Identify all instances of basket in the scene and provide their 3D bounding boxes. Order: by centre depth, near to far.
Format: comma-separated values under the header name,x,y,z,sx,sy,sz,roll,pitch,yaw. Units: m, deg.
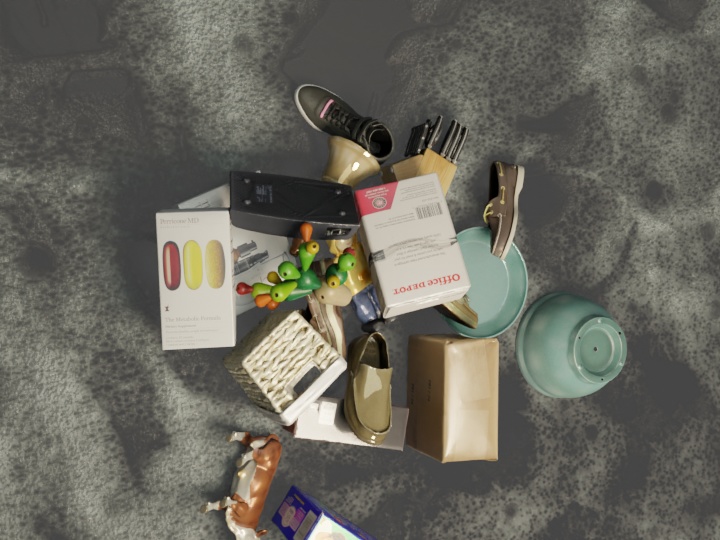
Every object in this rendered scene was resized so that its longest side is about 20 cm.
name,x,y,z,sx,sy,sz,roll,pitch,yaw
basket,-0.127,0.148,1.427,0.135,0.200,0.124,-44,99,-16

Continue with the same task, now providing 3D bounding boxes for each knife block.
name,x,y,z,sx,sy,sz,roll,pitch,yaw
knife block,0.129,-0.163,1.597,0.173,0.064,0.203,-21,98,-20

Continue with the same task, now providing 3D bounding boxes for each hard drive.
name,x,y,z,sx,sy,sz,roll,pitch,yaw
hard drive,-0.106,-0.099,1.398,0.197,0.136,0.043,6,124,-13

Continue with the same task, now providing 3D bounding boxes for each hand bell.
name,x,y,z,sx,sy,sz,roll,pitch,yaw
hand bell,-0.059,-0.111,1.495,0.104,0.104,0.202,35,76,-18

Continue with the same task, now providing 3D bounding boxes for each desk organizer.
name,x,y,z,sx,sy,sz,roll,pitch,yaw
desk organizer,-0.026,0.252,1.529,0.197,0.077,0.073,11,85,-22

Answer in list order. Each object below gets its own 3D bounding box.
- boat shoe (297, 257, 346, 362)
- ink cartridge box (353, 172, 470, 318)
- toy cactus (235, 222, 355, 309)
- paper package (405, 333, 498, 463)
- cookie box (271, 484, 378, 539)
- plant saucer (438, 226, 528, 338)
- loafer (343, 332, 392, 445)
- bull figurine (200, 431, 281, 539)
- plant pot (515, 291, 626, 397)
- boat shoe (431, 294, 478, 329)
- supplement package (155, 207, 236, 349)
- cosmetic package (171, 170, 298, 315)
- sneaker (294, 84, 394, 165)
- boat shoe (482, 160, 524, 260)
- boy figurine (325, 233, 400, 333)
name,x,y,z,sx,sy,sz,roll,pitch,yaw
boat shoe,-0.069,0.074,1.501,0.074,0.075,0.205,-9,117,-4
ink cartridge box,0.081,-0.040,1.474,0.142,0.084,0.203,-13,75,-8
toy cactus,-0.076,0.012,1.376,0.164,0.198,0.104,27,43,-50
paper package,0.153,0.211,1.541,0.102,0.190,0.204,0,90,-17
cookie box,-0.031,0.452,1.479,0.199,0.171,0.076,37,80,-18
plant saucer,0.212,0.023,1.647,0.197,0.036,0.204,0,90,-22
loafer,0.015,0.186,1.483,0.075,0.068,0.202,9,52,-23
bull figurine,-0.187,0.358,1.462,0.121,0.064,0.203,34,67,-52
plant pot,0.405,0.142,1.674,0.197,0.134,0.204,0,91,-21
boat shoe,0.138,0.026,1.557,0.200,0.073,0.063,42,78,-20
supplement package,-0.247,0.008,1.373,0.112,0.110,0.204,-3,97,-6
cosmetic package,-0.197,-0.041,1.473,0.149,0.052,0.203,-26,100,-23
sneaker,-0.019,-0.250,1.518,0.199,0.099,0.071,38,79,-17
boat shoe,0.250,-0.110,1.621,0.059,0.072,0.203,17,61,-5
boy figurine,0.000,0.000,1.547,0.123,0.064,0.202,-27,104,-17
